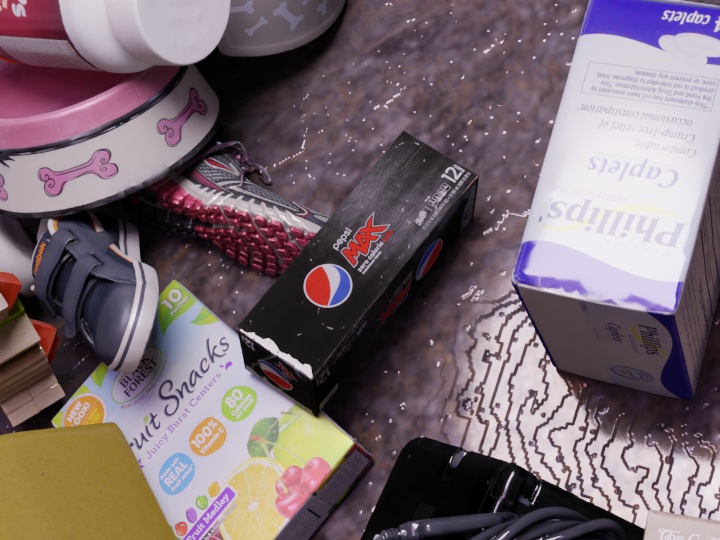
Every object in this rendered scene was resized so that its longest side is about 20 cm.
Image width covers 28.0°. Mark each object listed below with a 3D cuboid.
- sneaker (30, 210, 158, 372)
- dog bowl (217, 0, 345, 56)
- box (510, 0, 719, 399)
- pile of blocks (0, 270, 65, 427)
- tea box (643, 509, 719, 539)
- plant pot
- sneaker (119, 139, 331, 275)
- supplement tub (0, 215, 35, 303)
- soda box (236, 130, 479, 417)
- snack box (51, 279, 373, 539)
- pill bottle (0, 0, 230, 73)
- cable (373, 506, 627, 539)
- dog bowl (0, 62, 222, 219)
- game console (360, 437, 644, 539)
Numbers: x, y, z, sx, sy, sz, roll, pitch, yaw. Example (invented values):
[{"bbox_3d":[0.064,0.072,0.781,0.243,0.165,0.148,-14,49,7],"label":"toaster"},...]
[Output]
[{"bbox_3d":[-0.198,0.011,1.050,0.079,0.079,0.200,-68,22,13],"label":"sneaker"},{"bbox_3d":[-0.100,-0.262,1.133,0.198,0.059,0.202,8,54,-11],"label":"dog bowl"},{"bbox_3d":[0.184,-0.043,0.938,0.104,0.184,0.202,11,73,20],"label":"box"},{"bbox_3d":[-0.259,0.040,1.053,0.062,0.201,0.082,-30,62,-17],"label":"pile of blocks"},{"bbox_3d":[0.218,0.256,0.802,0.132,0.200,0.199,5,72,21],"label":"tea box"},{"bbox_3d":[-0.247,0.228,0.941,0.195,0.199,0.195,-45,61,21],"label":"plant pot"},{"bbox_3d":[-0.097,-0.059,1.098,0.199,0.081,0.075,23,64,22],"label":"sneaker"},{"bbox_3d":[-0.361,0.016,1.120,0.200,0.144,0.145,-40,63,0],"label":"supplement tub"},{"bbox_3d":[0.000,0.000,1.019,0.070,0.064,0.200,32,66,18],"label":"soda box"},{"bbox_3d":[-0.110,0.123,1.045,0.200,0.053,0.142,39,84,28],"label":"snack box"},{"bbox_3d":[-0.194,-0.199,1.039,0.199,0.109,0.110,10,72,39],"label":"pill bottle"},{"bbox_3d":[0.097,0.229,0.882,0.198,0.051,0.165,-2,83,-13],"label":"cable"},{"bbox_3d":[-0.210,-0.124,1.108,0.198,0.074,0.201,-14,31,8],"label":"dog bowl"},{"bbox_3d":[0.079,0.235,0.959,0.175,0.116,0.201,9,69,53],"label":"game console"}]
